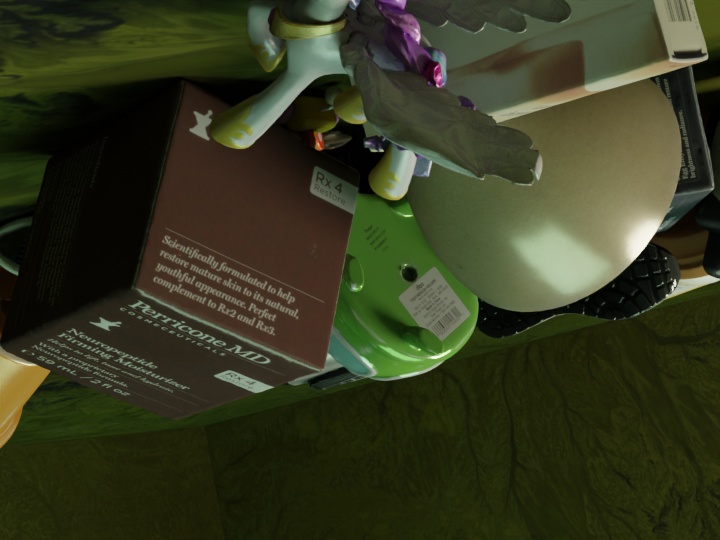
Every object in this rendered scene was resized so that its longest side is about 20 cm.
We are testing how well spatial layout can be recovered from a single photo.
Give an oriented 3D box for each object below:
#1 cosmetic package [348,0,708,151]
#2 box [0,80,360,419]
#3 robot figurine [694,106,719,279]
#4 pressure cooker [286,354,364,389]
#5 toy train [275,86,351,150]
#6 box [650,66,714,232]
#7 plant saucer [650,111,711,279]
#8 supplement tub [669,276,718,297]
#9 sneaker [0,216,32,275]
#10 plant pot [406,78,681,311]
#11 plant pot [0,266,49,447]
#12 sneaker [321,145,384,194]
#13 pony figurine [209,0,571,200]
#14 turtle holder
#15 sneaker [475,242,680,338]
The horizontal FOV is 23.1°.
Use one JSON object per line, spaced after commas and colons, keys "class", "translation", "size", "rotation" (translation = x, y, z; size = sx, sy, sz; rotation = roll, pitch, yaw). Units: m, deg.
{"class": "cosmetic package", "translation": [0.100, -0.141, 1.087], "size": [0.200, 0.087, 0.103], "rotation": [-14, -178, 27]}
{"class": "box", "translation": [-0.133, -0.008, 1.286], "size": [0.166, 0.165, 0.200], "rotation": [26, 152, -30]}
{"class": "robot figurine", "translation": [0.348, -0.083, 1.464], "size": [0.150, 0.201, 0.125], "rotation": [16, -178, 15]}
{"class": "pressure cooker", "translation": [-0.009, 0.015, 1.736], "size": [0.199, 0.176, 0.179], "rotation": [-14, 143, 12]}
{"class": "toy train", "translation": [-0.019, -0.100, 1.358], "size": [0.150, 0.056, 0.200], "rotation": [-6, 170, -27]}
{"class": "box", "translation": [0.174, -0.087, 1.492], "size": [0.199, 0.118, 0.197], "rotation": [-10, 172, -2]}
{"class": "plant saucer", "translation": [0.324, -0.081, 1.610], "size": [0.200, 0.200, 0.037], "rotation": [-18, 129, 41]}
{"class": "supplement tub", "translation": [0.321, -0.047, 1.845], "size": [0.145, 0.146, 0.200], "rotation": [-7, 170, -24]}
{"class": "sneaker", "translation": [-0.242, -0.013, 1.508], "size": [0.200, 0.073, 0.071], "rotation": [-5, 167, 41]}
{"class": "plant pot", "translation": [0.103, -0.089, 1.231], "size": [0.200, 0.201, 0.134], "rotation": [-17, 146, 34]}
{"class": "plant pot", "translation": [-0.370, 0.070, 1.630], "size": [0.183, 0.201, 0.200], "rotation": [-34, 160, 35]}
{"class": "sneaker", "translation": [-0.050, -0.071, 1.507], "size": [0.199, 0.070, 0.078], "rotation": [-7, 155, -12]}
{"class": "pony figurine", "translation": [0.014, -0.118, 0.974], "size": [0.193, 0.167, 0.200], "rotation": [19, 152, -3]}
{"class": "turtle holder", "translation": [0.000, 0.011, 1.438], "size": [0.185, 0.141, 0.132], "rotation": [27, 148, -19]}
{"class": "sneaker", "translation": [0.195, 0.002, 1.546], "size": [0.200, 0.076, 0.088], "rotation": [-11, -171, 35]}
